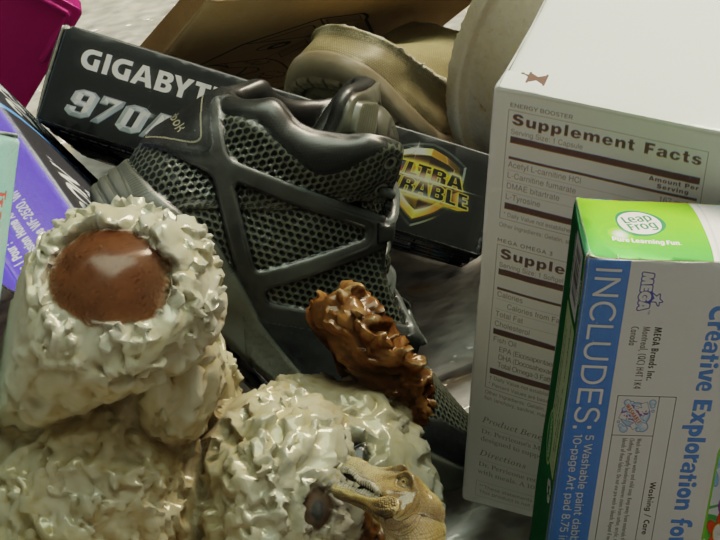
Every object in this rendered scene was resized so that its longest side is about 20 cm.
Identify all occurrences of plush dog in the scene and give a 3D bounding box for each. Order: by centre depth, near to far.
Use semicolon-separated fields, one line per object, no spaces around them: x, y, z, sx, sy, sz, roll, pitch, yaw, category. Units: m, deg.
-0.052;0.088;0.753;0.172;0.200;0.160;9;-12;-16;plush dog

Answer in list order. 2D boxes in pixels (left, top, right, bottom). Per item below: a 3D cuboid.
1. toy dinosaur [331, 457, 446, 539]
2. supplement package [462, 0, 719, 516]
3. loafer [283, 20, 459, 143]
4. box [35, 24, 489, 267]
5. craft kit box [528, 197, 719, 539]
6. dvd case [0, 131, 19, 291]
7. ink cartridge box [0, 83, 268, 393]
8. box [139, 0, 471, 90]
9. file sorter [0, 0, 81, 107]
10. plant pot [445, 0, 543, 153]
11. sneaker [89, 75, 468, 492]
0.053;0.149;0.688;0.200;0.058;0.101;44;79;-2;toy dinosaur
0.110;-0.005;0.800;0.109;0.200;0.114;13;41;13;supplement package
0.024;-0.090;1.020;0.076;0.067;0.200;16;-3;21;loafer
-0.037;-0.051;0.953;0.200;0.046;0.159;17;-2;1;box
0.161;0.073;0.734;0.197;0.200;0.049;4;31;-2;craft kit box
-0.210;0.017;0.756;0.200;0.146;0.022;6;-3;32;dvd case
-0.127;-0.019;0.869;0.043;0.200;0.198;-44;42;2;ink cartridge box
-0.035;-0.117;1.061;0.163;0.021;0.200;-12;-8;-25;box
-0.255;-0.136;1.007;0.200;0.139;0.125;27;20;-20;file sorter
0.172;-0.070;0.946;0.200;0.201;0.183;-17;48;-32;plant pot
0.000;0.000;0.839;0.199;0.114;0.076;45;6;-17;sneaker
